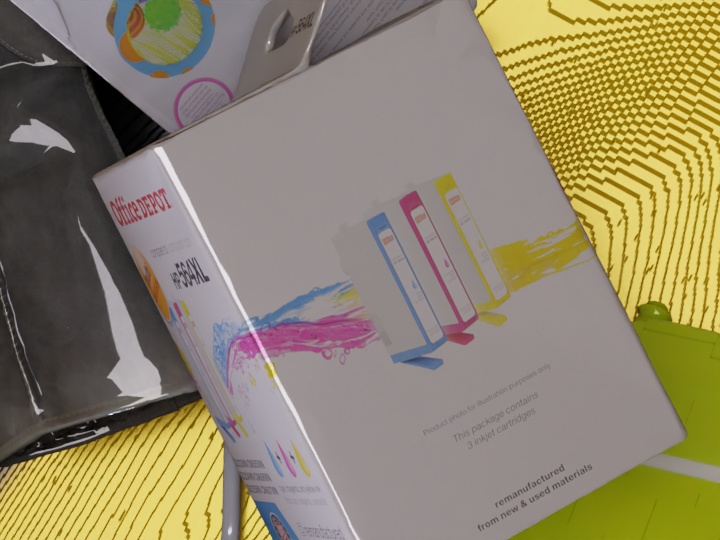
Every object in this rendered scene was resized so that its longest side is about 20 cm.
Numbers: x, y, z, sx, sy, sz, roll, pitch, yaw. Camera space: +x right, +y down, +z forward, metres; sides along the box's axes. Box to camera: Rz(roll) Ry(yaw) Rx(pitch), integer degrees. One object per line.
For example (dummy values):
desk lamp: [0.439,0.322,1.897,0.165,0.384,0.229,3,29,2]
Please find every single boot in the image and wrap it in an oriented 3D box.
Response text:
boot: [-0.155,-0.023,1.143,0.182,0.073,0.200,-16,91,33]

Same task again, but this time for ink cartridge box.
ink cartridge box: [0.000,0.000,1.044,0.125,0.129,0.200,-28,94,-15]

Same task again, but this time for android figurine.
android figurine: [0.099,0.101,1.121,0.182,0.041,0.200,10,64,27]

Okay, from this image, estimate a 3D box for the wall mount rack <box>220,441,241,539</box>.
wall mount rack: [-0.110,0.104,1.162,0.200,0.075,0.174,2,63,5]

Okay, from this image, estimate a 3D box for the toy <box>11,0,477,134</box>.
toy: [-0.067,-0.122,1.105,0.200,0.047,0.115,40,90,-25]
